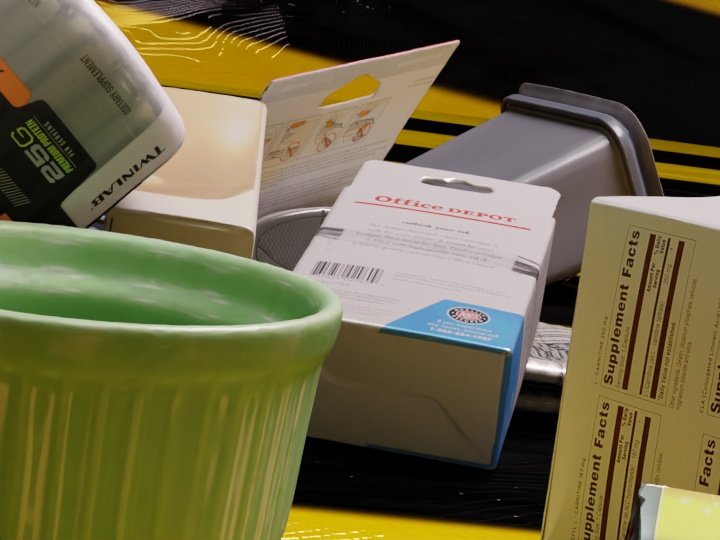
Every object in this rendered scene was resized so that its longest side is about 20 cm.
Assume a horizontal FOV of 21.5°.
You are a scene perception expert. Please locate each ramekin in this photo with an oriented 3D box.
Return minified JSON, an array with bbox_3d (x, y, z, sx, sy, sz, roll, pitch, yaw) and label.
[{"bbox_3d":[-0.111,0.046,0.702,0.200,0.098,0.200,8,9,-1],"label":"ramekin"}]

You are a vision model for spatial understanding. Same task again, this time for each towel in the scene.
[{"bbox_3d":[0.115,0.049,1.088,0.200,0.035,0.193,6,9,-8],"label":"towel"}]

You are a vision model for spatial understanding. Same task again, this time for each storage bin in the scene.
[{"bbox_3d":[0.123,-0.045,1.434,0.134,0.146,0.200,-24,20,-16],"label":"storage bin"}]

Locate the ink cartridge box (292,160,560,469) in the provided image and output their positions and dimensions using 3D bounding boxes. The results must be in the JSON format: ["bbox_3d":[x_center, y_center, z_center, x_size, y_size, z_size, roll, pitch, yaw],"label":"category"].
[{"bbox_3d":[0.032,0.015,0.958,0.116,0.068,0.200,10,26,9],"label":"ink cartridge box"}]

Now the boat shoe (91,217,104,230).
[{"bbox_3d":[-0.143,-0.029,1.236,0.200,0.069,0.084,4,10,-26],"label":"boat shoe"}]

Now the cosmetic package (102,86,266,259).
[{"bbox_3d":[-0.092,-0.016,0.968,0.071,0.105,0.200,9,20,-5],"label":"cosmetic package"}]

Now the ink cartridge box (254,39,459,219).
[{"bbox_3d":[-0.046,-0.075,1.164,0.044,0.174,0.200,44,33,18],"label":"ink cartridge box"}]

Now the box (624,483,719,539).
[{"bbox_3d":[0.153,0.125,0.415,0.200,0.038,0.137,9,44,4],"label":"box"}]

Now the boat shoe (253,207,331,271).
[{"bbox_3d":[0.001,-0.002,1.201,0.202,0.074,0.065,0,1,-38],"label":"boat shoe"}]

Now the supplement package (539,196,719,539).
[{"bbox_3d":[0.212,0.060,0.742,0.191,0.147,0.200,-1,13,-45],"label":"supplement package"}]

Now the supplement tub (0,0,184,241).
[{"bbox_3d":[-0.186,-0.040,0.826,0.123,0.200,0.123,47,-7,8],"label":"supplement tub"}]
